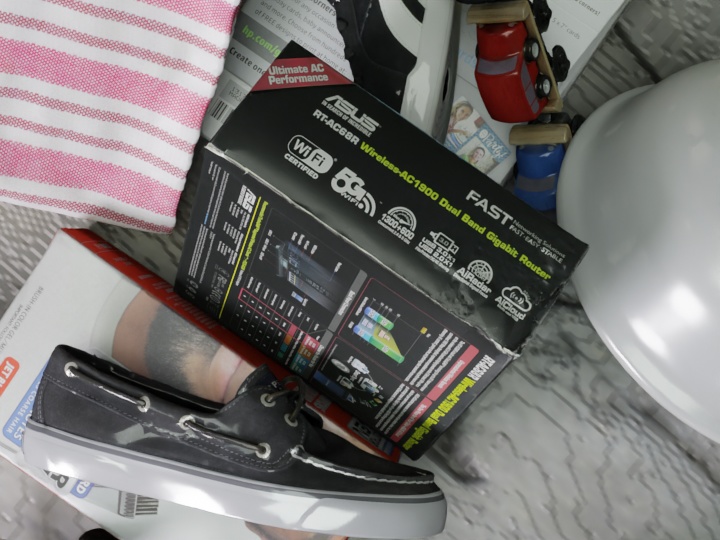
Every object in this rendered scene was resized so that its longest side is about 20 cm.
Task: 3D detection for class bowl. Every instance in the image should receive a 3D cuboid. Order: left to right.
[{"bbox_3d":[0.194,-0.023,0.755,0.200,0.090,0.202,14,54,-19],"label":"bowl"}]

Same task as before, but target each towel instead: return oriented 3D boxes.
[{"bbox_3d":[-0.131,-0.105,0.783,0.146,0.030,0.200,12,125,-16],"label":"towel"}]

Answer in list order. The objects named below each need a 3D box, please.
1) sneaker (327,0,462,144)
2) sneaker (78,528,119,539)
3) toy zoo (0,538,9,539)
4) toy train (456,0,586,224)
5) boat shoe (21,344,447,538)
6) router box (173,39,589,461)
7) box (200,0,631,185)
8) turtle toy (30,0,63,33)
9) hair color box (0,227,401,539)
[{"bbox_3d":[-0.008,-0.133,0.798,0.111,0.073,0.201,7,85,8],"label":"sneaker"},{"bbox_3d":[-0.084,0.222,0.862,0.200,0.080,0.086,44,107,10],"label":"sneaker"},{"bbox_3d":[-0.142,0.227,0.838,0.131,0.020,0.201,2,110,35],"label":"toy zoo"},{"bbox_3d":[0.071,-0.091,0.774,0.034,0.046,0.200,1,132,30],"label":"toy train"},{"bbox_3d":[-0.055,0.074,0.790,0.199,0.070,0.066,11,93,11],"label":"boat shoe"},{"bbox_3d":[0.000,0.000,0.769,0.150,0.200,0.062,36,69,2],"label":"router box"},{"bbox_3d":[0.028,-0.115,0.846,0.156,0.041,0.200,34,96,2],"label":"box"},{"bbox_3d":[-0.174,-0.165,0.829,0.200,0.101,0.146,38,118,0],"label":"turtle toy"},{"bbox_3d":[-0.091,0.079,0.853,0.200,0.064,0.111,34,94,1],"label":"hair color box"}]
